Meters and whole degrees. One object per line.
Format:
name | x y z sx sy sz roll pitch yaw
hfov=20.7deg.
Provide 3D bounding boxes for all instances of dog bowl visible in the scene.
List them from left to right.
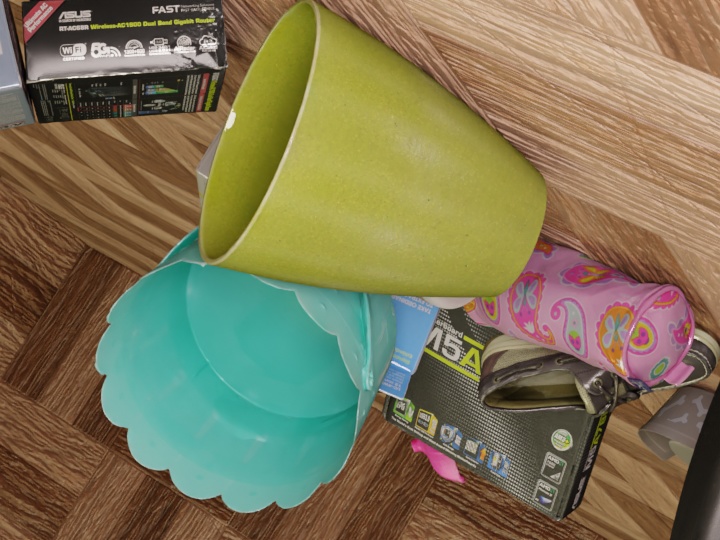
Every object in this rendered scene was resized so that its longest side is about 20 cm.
dog bowl | 0.350 0.174 1.785 0.199 0.059 0.200 32 171 5

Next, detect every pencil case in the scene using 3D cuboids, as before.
pencil case | 0.167 0.030 1.528 0.199 0.088 0.087 22 167 46

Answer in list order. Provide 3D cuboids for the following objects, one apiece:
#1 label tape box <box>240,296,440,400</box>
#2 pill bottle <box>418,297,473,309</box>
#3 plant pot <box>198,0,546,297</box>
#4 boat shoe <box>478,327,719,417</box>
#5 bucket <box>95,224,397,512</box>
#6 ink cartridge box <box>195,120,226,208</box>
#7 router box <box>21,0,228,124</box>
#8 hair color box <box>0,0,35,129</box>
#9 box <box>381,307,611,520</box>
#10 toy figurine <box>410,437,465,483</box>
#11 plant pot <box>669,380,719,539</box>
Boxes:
label tape box | 0.000 0.000 1.587 0.142 0.066 0.200 23 -147 0
pill bottle | 0.012 -0.058 1.505 0.199 0.112 0.111 27 171 33
plant pot | 0.018 -0.059 1.334 0.199 0.189 0.187 21 176 -18
boat shoe | 0.188 0.086 1.580 0.199 0.066 0.072 -4 137 24
bucket | -0.075 0.058 1.439 0.206 0.208 0.135 32 -150 4
ink cartridge box | -0.073 -0.070 1.850 0.145 0.084 0.200 32 172 1
router box | -0.182 -0.163 1.529 0.148 0.063 0.200 -4 176 -7
hair color box | -0.285 -0.165 1.475 0.060 0.100 0.200 -12 179 -8
box | 0.126 0.086 1.703 0.199 0.194 0.047 29 -148 25
toy figurine | 0.135 0.119 1.830 0.199 0.185 0.150 28 171 22
plant pot | 0.330 0.173 1.435 0.199 0.178 0.200 30 172 5
